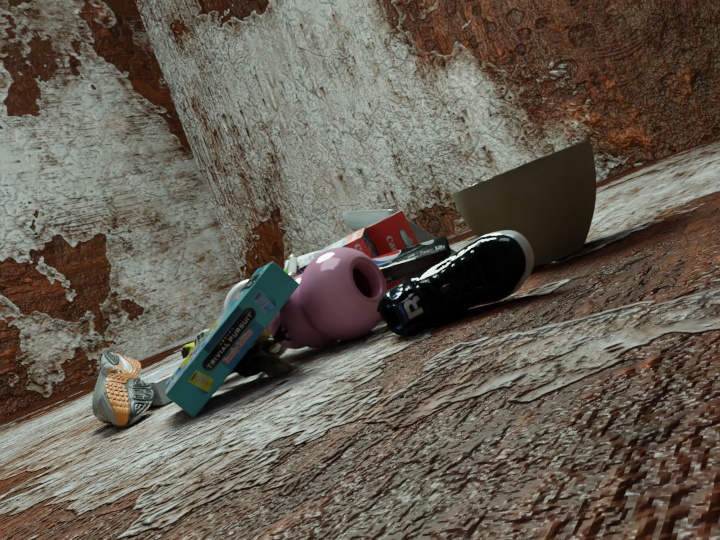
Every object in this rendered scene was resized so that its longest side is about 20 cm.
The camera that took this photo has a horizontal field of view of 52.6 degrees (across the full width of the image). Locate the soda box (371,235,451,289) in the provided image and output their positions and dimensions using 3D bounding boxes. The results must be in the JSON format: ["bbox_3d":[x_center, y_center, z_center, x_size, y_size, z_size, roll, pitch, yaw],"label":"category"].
[{"bbox_3d":[0.044,0.015,1.085,0.198,0.072,0.063,-16,18,10],"label":"soda box"}]

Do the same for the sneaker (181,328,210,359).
[{"bbox_3d":[-0.258,0.137,1.327,0.084,0.075,0.199,-22,2,-39],"label":"sneaker"}]

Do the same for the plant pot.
[{"bbox_3d":[0.241,-0.080,1.009,0.198,0.136,0.200,-20,2,1],"label":"plant pot"}]

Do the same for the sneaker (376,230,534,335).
[{"bbox_3d":[0.095,0.027,0.809,0.111,0.074,0.199,-27,-3,-39],"label":"sneaker"}]

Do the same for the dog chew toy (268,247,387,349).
[{"bbox_3d":[-0.056,0.050,1.011,0.199,0.126,0.124,-30,-4,39],"label":"dog chew toy"}]

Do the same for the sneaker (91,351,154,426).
[{"bbox_3d":[-0.362,0.198,1.088,0.075,0.093,0.200,20,6,-23],"label":"sneaker"}]

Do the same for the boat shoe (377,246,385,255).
[{"bbox_3d":[-0.006,0.017,1.240,0.063,0.074,0.201,29,-47,-30],"label":"boat shoe"}]

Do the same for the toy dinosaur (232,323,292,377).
[{"bbox_3d":[-0.141,0.121,0.991,0.088,0.048,0.199,-37,8,-39],"label":"toy dinosaur"}]

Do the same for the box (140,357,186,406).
[{"bbox_3d":[-0.305,0.179,1.211,0.155,0.042,0.199,-24,2,-39],"label":"box"}]

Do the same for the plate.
[{"bbox_3d":[0.078,-0.041,1.254,0.033,0.198,0.199,-62,24,-10],"label":"plate"}]

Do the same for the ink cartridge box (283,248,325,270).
[{"bbox_3d":[-0.055,0.000,1.374,0.198,0.037,0.096,-14,48,19],"label":"ink cartridge box"}]

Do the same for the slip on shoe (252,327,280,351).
[{"bbox_3d":[-0.168,0.119,1.193,0.061,0.075,0.200,-64,0,17],"label":"slip on shoe"}]

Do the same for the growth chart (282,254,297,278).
[{"bbox_3d":[-0.164,0.056,1.111,0.200,0.018,0.145,-45,14,-1],"label":"growth chart"}]

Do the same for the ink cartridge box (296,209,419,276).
[{"bbox_3d":[0.000,0.000,1.144,0.198,0.110,0.050,-26,15,16],"label":"ink cartridge box"}]

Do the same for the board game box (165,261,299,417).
[{"bbox_3d":[-0.169,0.084,0.933,0.201,0.047,0.151,-53,10,-12],"label":"board game box"}]

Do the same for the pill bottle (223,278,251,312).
[{"bbox_3d":[-0.203,0.087,1.389,0.111,0.113,0.200,-21,-8,-13],"label":"pill bottle"}]
